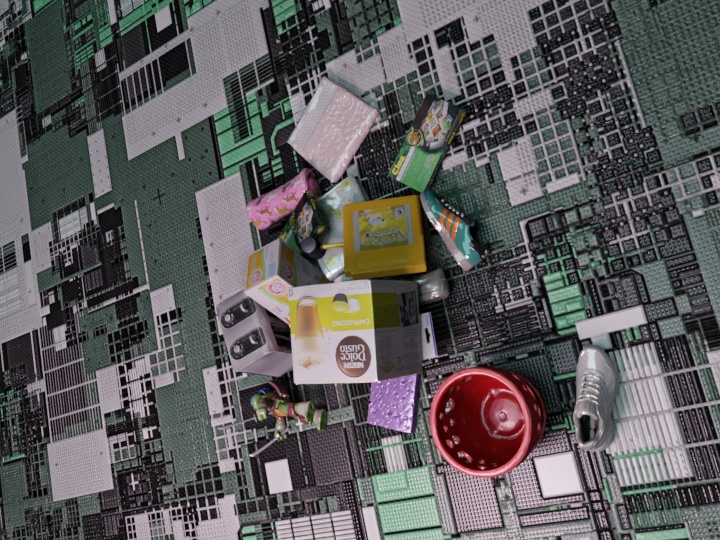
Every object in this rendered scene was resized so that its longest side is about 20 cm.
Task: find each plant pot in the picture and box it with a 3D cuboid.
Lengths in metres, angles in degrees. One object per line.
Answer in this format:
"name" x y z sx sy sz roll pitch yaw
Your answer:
"plant pot" 0.259 0.285 1.352 0.199 0.182 0.202 -3 84 31

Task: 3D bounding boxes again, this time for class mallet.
"mallet" -0.038 -0.061 1.558 0.198 0.066 0.042 -8 74 25

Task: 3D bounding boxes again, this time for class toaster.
"toaster" -0.226 0.153 1.663 0.118 0.200 0.182 -32 63 22

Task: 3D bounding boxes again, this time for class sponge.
"sponge" 0.078 0.250 1.554 0.111 0.030 0.202 6 88 30

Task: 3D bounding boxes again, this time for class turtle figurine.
"turtle figurine" -0.190 0.362 1.644 0.192 0.200 0.145 -2 119 27

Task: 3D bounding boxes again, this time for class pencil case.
"pencil case" -0.190 -0.175 1.721 0.199 0.086 0.083 -26 91 25

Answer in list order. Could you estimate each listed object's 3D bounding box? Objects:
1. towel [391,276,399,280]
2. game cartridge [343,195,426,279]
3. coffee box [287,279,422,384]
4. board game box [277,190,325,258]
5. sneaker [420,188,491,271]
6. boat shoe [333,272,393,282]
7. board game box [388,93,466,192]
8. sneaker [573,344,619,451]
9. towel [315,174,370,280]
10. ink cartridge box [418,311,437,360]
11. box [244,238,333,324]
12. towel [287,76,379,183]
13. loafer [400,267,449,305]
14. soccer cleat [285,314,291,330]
"towel" 0.000 0.000 1.629 0.199 0.018 0.087 22 96 31
"game cartridge" 0.049 -0.073 1.511 0.175 0.033 0.201 -7 50 6
"coffee box" -0.007 0.126 1.437 0.198 0.199 0.200 -6 85 31
"board game box" -0.144 -0.088 1.663 0.200 0.023 0.105 -51 54 49
"sneaker" 0.205 -0.101 1.489 0.080 0.071 0.201 -37 74 20
"boat shoe" 0.029 0.010 1.562 0.201 0.074 0.065 -25 85 29
"board game box" 0.146 -0.281 1.553 0.104 0.023 0.201 32 101 28
"sneaker" 0.434 0.240 1.299 0.077 0.099 0.202 -4 84 30
"towel" -0.042 -0.101 1.632 0.171 0.048 0.201 -33 66 20
"ink cartridge box" 0.080 0.156 1.523 0.199 0.039 0.100 -13 78 31
"box" -0.161 0.037 1.601 0.101 0.200 0.113 -26 44 27
"towel" -0.071 -0.344 1.694 0.191 0.032 0.201 41 107 27
"loafer" 0.100 0.049 1.539 0.199 0.070 0.070 -18 72 21
"soccer cleat" -0.077 0.141 1.593 0.199 0.069 0.086 33 93 -11
